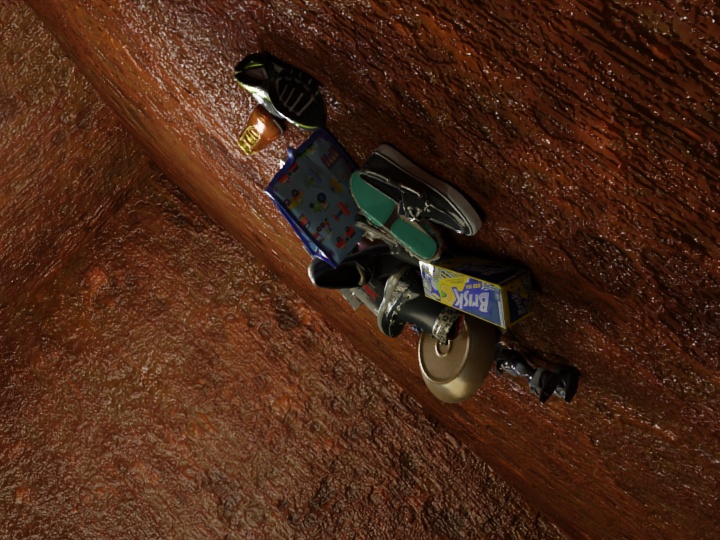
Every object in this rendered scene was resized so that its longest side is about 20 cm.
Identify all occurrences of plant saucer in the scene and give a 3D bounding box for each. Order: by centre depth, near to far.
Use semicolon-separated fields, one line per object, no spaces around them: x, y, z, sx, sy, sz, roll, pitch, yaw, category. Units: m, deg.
0.169;0.145;1.028;0.035;0.205;0.199;17;-178;-32;plant saucer

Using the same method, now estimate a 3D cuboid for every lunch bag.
-0.068;-0.134;0.949;0.093;0.151;0.201;26;160;50;lunch bag

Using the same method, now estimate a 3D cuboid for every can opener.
0.081;-0.054;0.954;0.196;0.068;0.053;25;177;-16;can opener

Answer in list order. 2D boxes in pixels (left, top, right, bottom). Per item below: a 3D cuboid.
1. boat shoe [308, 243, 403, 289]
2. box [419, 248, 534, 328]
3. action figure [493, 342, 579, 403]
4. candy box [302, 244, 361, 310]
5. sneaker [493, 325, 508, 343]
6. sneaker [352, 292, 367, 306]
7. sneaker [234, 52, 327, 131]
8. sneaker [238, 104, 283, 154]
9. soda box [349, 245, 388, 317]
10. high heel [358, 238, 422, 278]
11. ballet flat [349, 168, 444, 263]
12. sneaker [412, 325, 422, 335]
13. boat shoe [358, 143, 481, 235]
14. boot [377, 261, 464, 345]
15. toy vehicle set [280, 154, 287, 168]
0.000;0.000;1.015;0.065;0.194;0.074;-109;13;-61;boat shoe
0.177;0.023;0.853;0.199;0.063;0.072;21;128;58;box
0.309;0.190;1.013;0.127;0.071;0.199;21;178;-19;action figure
-0.051;-0.009;1.364;0.201;0.071;0.168;50;-178;-4;candy box
0.205;0.133;1.086;0.069;0.100;0.200;39;166;-12;sneaker
0.076;0.072;1.255;0.196;0.072;0.076;16;-163;-31;sneaker
-0.116;-0.274;0.859;0.200;0.074;0.081;43;179;30;sneaker
-0.205;-0.274;1.094;0.073;0.077;0.200;45;166;-9;sneaker
0.023;0.029;1.157;0.200;0.063;0.071;45;-157;-4;soda box
0.054;-0.024;1.111;0.198;0.068;0.097;37;156;13;high heel
0.061;-0.090;0.904;0.200;0.076;0.064;47;-158;7;ballet flat
0.162;0.119;1.223;0.199;0.086;0.077;42;168;0;sneaker
0.081;-0.103;0.779;0.199;0.068;0.072;39;168;16;boat shoe
0.110;0.096;1.022;0.153;0.073;0.206;39;146;25;boot
-0.101;-0.148;1.183;0.199;0.026;0.126;41;149;23;toy vehicle set
